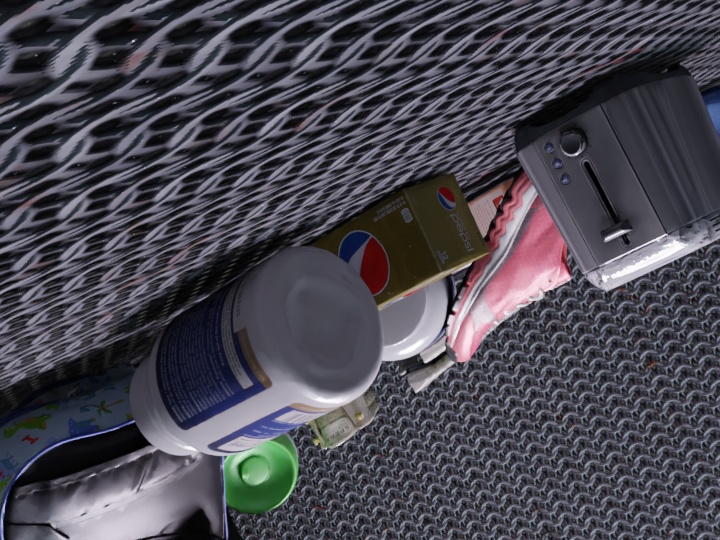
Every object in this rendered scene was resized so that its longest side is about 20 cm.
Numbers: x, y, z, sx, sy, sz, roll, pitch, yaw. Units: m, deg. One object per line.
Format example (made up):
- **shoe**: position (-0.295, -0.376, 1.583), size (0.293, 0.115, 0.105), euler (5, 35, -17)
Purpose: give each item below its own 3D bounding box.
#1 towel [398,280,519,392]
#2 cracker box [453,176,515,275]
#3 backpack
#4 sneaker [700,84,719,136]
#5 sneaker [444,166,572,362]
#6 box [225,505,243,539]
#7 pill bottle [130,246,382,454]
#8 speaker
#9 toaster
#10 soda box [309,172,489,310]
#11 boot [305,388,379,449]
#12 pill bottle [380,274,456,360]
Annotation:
- **towel**: position (0.115, 0.034, 1.378), size (0.200, 0.035, 0.193), euler (-41, -170, 6)
- **cracker box**: position (0.135, -0.047, 1.330), size (0.133, 0.058, 0.199), euler (-24, 175, -38)
- **backpack**: position (-0.223, 0.181, 1.085), size (0.198, 0.186, 0.146), euler (-15, -154, -36)
- **sneaker**: position (0.306, -0.120, 1.311), size (0.199, 0.079, 0.089), euler (-28, 178, 31)
- **sneaker**: position (0.139, 0.005, 1.164), size (0.202, 0.086, 0.074), euler (-65, 176, 20)
- **box**: position (-0.226, 0.228, 1.202), size (0.198, 0.160, 0.050), euler (-9, 134, -29)
- **pill bottle**: position (-0.083, 0.068, 0.950), size (0.110, 0.112, 0.199), euler (-21, 174, -44)
- **speaker**: position (-0.113, 0.147, 1.218), size (0.088, 0.089, 0.200), euler (-25, -159, -7)
- **toaster**: position (0.202, -0.069, 0.950), size (0.113, 0.131, 0.199), euler (-26, 176, 31)
- **soda box**: position (0.000, 0.000, 1.012), size (0.064, 0.068, 0.199), euler (-22, 175, -47)
- **boot**: position (-0.055, 0.092, 1.212), size (0.072, 0.156, 0.200), euler (-27, 177, 22)
- **pill bottle**: position (0.029, 0.025, 1.203), size (0.110, 0.112, 0.200), euler (-26, 176, 6)
